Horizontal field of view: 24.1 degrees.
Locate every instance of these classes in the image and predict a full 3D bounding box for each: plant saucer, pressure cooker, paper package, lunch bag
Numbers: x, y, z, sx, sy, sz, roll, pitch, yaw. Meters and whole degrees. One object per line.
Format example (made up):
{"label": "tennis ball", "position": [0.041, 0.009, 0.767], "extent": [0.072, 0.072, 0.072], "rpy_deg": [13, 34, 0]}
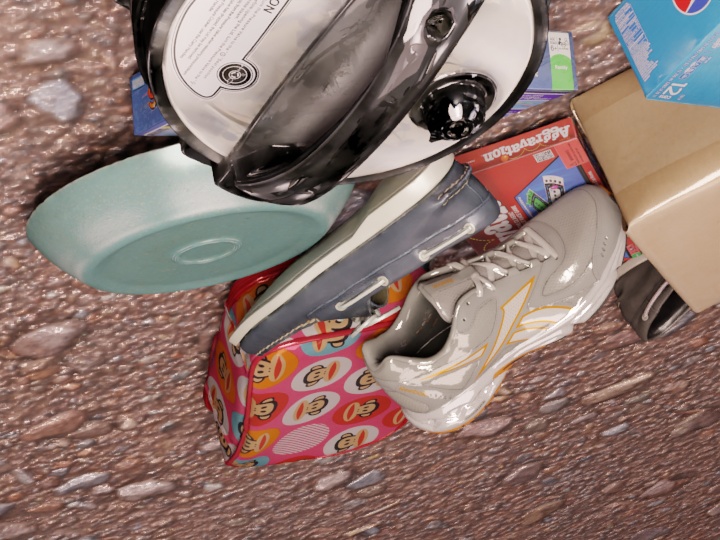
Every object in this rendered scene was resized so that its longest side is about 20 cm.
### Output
{"label": "plant saucer", "position": [-0.093, -0.025, 0.986], "extent": [0.200, 0.036, 0.200], "rpy_deg": [-13, 165, -4]}
{"label": "pressure cooker", "position": [-0.011, -0.133, 0.696], "extent": [0.178, 0.200, 0.176], "rpy_deg": [-12, 145, 3]}
{"label": "paper package", "position": [0.264, -0.080, 1.086], "extent": [0.200, 0.104, 0.191], "rpy_deg": [-28, 151, 15]}
{"label": "lunch bag", "position": [-0.013, 0.062, 1.191], "extent": [0.176, 0.082, 0.200], "rpy_deg": [-9, 150, -19]}

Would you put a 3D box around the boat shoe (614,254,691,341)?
{"label": "boat shoe", "position": [0.272, -0.017, 1.253], "extent": [0.067, 0.057, 0.200], "rpy_deg": [10, 141, -43]}

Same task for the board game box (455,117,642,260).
{"label": "board game box", "position": [0.122, -0.038, 1.150], "extent": [0.103, 0.019, 0.200], "rpy_deg": [-18, 153, 15]}

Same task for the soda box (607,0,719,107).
{"label": "soda box", "position": [0.229, -0.177, 0.932], "extent": [0.068, 0.064, 0.200], "rpy_deg": [2, 146, -35]}

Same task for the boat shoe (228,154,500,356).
{"label": "boat shoe", "position": [0.000, 0.000, 1.027], "extent": [0.062, 0.075, 0.200], "rpy_deg": [44, 116, -11]}

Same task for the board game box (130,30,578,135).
{"label": "board game box", "position": [-0.004, -0.099, 0.899], "extent": [0.200, 0.035, 0.135], "rpy_deg": [-1, 173, -32]}

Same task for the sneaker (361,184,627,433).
{"label": "sneaker", "position": [0.086, 0.015, 1.084], "extent": [0.200, 0.076, 0.092], "rpy_deg": [-47, 135, 3]}
